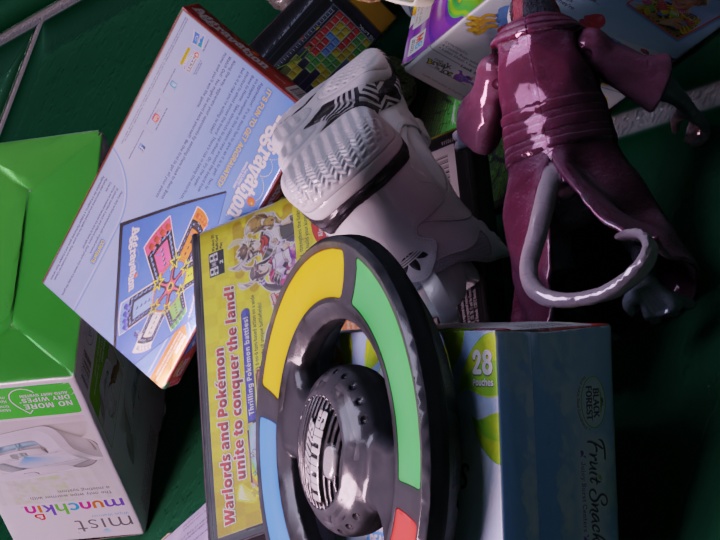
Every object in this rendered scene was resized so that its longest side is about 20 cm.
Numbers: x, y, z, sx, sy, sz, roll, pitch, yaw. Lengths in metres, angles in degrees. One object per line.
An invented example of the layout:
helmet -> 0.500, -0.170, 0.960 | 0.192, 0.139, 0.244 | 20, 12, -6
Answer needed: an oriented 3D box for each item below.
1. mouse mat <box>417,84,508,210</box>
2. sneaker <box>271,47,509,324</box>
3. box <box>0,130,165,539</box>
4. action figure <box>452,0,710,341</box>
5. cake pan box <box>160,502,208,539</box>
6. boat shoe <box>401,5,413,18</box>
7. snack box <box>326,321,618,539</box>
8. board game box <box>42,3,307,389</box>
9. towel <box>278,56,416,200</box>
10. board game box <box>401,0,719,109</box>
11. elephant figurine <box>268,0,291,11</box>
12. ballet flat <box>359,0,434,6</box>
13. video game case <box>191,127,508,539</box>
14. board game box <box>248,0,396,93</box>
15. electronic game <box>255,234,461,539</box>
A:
mouse mat -> 0.074, -0.114, 1.719 | 0.161, 0.007, 0.201 | -20, 48, 60
sneaker -> 0.014, -0.040, 1.534 | 0.075, 0.115, 0.200 | -36, 15, 11
box -> -0.192, 0.044, 1.905 | 0.177, 0.096, 0.201 | 73, -165, -51
action figure -> 0.089, -0.059, 1.421 | 0.133, 0.149, 0.201 | -19, 75, 21
cake pan box -> -0.115, 0.246, 1.702 | 0.200, 0.052, 0.185 | -44, 28, 40
boat shoe -> 0.064, -0.209, 1.757 | 0.068, 0.057, 0.201 | -1, 48, 23
snack box -> 0.048, 0.109, 1.382 | 0.200, 0.067, 0.170 | 179, 90, -64
board game box -> -0.103, -0.041, 1.683 | 0.019, 0.103, 0.201 | -19, -36, -56
towel -> -0.046, -0.048, 1.775 | 0.148, 0.036, 0.200 | -45, 1, 35
board game box -> 0.124, -0.167, 1.535 | 0.200, 0.104, 0.104 | -36, 35, 48
elephant figurine -> -0.046, -0.226, 1.877 | 0.200, 0.156, 0.141 | -40, 37, -16
ballet flat -> 0.041, -0.171, 1.523 | 0.200, 0.070, 0.066 | 178, 90, -69
video game case -> -0.006, 0.038, 1.566 | 0.180, 0.025, 0.201 | -21, 54, 23
board game box -> -0.068, -0.091, 1.813 | 0.165, 0.057, 0.200 | -48, 1, -15
electronic game -> -0.006, 0.084, 1.369 | 0.200, 0.041, 0.202 | 180, 90, -66
